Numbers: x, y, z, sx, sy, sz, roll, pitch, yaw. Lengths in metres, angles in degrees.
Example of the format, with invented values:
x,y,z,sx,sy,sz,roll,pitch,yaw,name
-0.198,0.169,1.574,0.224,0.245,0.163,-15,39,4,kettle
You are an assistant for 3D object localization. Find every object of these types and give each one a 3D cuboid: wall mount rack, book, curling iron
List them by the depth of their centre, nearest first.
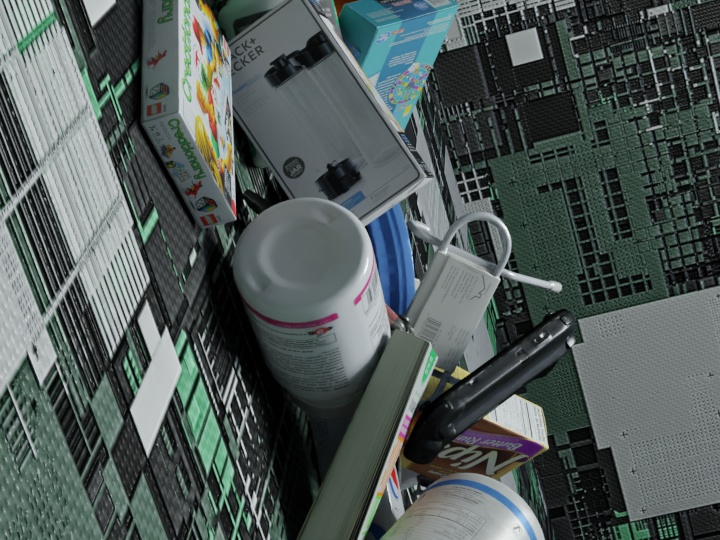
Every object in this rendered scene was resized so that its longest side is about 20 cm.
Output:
x,y,z,sx,sy,sz,roll,pitch,yaw,name
0.011,0.155,1.377,0.134,0.048,0.201,53,59,-79,book
-0.032,-0.001,1.433,0.200,0.026,0.050,41,-31,-1,curling iron
0.098,0.042,1.504,0.201,0.173,0.075,-63,-165,9,wall mount rack

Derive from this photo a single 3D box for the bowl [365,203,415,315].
x,y,z,sx,sy,sz,roll,pitch,yaw,name
0.000,0.000,1.611,0.201,0.039,0.201,173,-90,-71,bowl

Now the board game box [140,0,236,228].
x,y,z,sx,sy,sz,roll,pitch,yaw,name
-0.137,-0.149,1.274,0.126,0.034,0.201,65,14,-49,board game box

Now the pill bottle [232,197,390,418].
x,y,z,sx,sy,sz,roll,pitch,yaw,name
-0.035,0.039,1.340,0.200,0.113,0.114,77,4,-57,pill bottle

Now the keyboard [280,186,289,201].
x,y,z,sx,sy,sz,roll,pitch,yaw,name
-0.055,-0.001,1.546,0.104,0.039,0.200,70,1,-49,keyboard

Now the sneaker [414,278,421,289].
x,y,z,sx,sy,sz,roll,pitch,yaw,name
0.031,0.033,1.714,0.200,0.081,0.077,51,-41,47,sneaker

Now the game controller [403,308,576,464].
x,y,z,sx,sy,sz,roll,pitch,yaw,name
0.120,0.107,1.477,0.042,0.200,0.104,51,-31,11,game controller

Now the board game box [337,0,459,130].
x,y,z,sx,sy,sz,roll,pitch,yaw,name
0.008,-0.186,1.630,0.151,0.047,0.200,-25,146,-51,board game box

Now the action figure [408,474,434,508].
x,y,z,sx,sy,sz,roll,pitch,yaw,name
0.057,0.309,1.661,0.200,0.069,0.130,-68,158,-46,action figure

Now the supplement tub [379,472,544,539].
x,y,z,sx,sy,sz,roll,pitch,yaw,name
0.065,0.273,1.363,0.200,0.132,0.132,-40,119,-52,supplement tub

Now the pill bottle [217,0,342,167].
x,y,z,sx,sy,sz,roll,pitch,yaw,name
-0.071,-0.206,1.512,0.113,0.113,0.201,-37,113,-80,pill bottle

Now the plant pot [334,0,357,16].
x,y,z,sx,sy,sz,roll,pitch,yaw,name
-0.033,-0.326,1.668,0.183,0.200,0.200,49,-2,24,plant pot

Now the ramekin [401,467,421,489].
x,y,z,sx,sy,sz,roll,pitch,yaw,name
0.047,0.144,1.768,0.202,0.094,0.203,-14,90,-81,ramekin

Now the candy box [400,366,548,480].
x,y,z,sx,sy,sz,roll,pitch,yaw,name
0.079,0.153,1.613,0.200,0.117,0.057,28,40,-33,candy box

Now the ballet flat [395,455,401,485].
x,y,z,sx,sy,sz,roll,pitch,yaw,name
0.027,0.272,1.548,0.066,0.057,0.201,22,51,-58,ballet flat

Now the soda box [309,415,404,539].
x,y,z,sx,sy,sz,roll,pitch,yaw,name
0.006,0.229,1.492,0.068,0.063,0.201,45,33,-73,soda box

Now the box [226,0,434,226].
x,y,z,sx,sy,sz,roll,pitch,yaw,name
-0.039,-0.132,1.412,0.200,0.116,0.060,57,10,3,box
